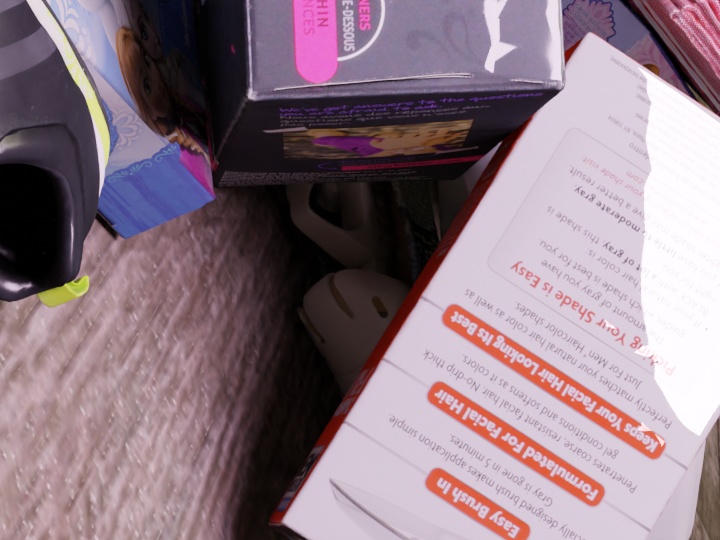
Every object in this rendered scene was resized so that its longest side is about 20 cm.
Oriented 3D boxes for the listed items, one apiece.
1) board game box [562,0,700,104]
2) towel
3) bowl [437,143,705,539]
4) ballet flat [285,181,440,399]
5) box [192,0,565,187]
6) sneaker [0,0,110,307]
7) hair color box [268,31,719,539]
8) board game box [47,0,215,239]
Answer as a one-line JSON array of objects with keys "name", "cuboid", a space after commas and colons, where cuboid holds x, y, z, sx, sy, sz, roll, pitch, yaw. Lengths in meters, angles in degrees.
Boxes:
[{"name": "board game box", "cuboid": [0.095, -0.104, 0.998, 0.200, 0.041, 0.200, 53, 6, 36]}, {"name": "towel", "cuboid": [0.119, -0.108, 0.880, 0.144, 0.023, 0.200, 45, 7, -39]}, {"name": "bowl", "cuboid": [0.088, 0.039, 0.927, 0.200, 0.074, 0.200, 85, -9, -52]}, {"name": "ballet flat", "cuboid": [0.000, 0.000, 0.928, 0.074, 0.074, 0.200, 46, 25, -50]}, {"name": "box", "cuboid": [-0.002, -0.102, 0.778, 0.200, 0.106, 0.123, 141, -54, -79]}, {"name": "sneaker", "cuboid": [-0.121, -0.059, 0.591, 0.200, 0.072, 0.083, 49, 26, -47]}, {"name": "hair color box", "cuboid": [0.067, 0.032, 0.771, 0.111, 0.200, 0.064, 33, -9, -3]}, {"name": "board game box", "cuboid": [-0.121, -0.144, 0.745, 0.199, 0.043, 0.200, 47, 26, -49]}]
